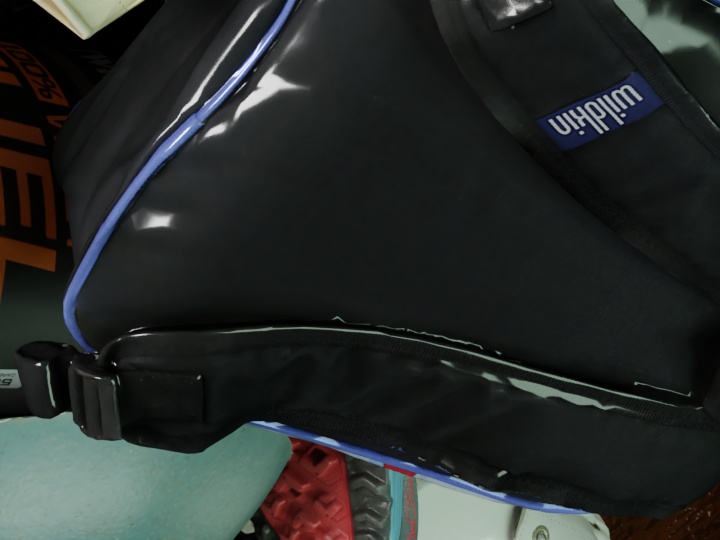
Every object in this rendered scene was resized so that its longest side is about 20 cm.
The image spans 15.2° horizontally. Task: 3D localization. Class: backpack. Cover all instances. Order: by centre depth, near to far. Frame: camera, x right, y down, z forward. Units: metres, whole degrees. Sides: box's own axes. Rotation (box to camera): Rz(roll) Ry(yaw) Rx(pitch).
[{"bbox_3d":[0.036,-0.030,0.688,0.190,0.154,0.200,29,122,-21],"label":"backpack"}]

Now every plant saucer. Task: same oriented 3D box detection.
[{"bbox_3d":[-0.115,0.086,0.779,0.201,0.039,0.201,-10,164,-3],"label":"plant saucer"}]

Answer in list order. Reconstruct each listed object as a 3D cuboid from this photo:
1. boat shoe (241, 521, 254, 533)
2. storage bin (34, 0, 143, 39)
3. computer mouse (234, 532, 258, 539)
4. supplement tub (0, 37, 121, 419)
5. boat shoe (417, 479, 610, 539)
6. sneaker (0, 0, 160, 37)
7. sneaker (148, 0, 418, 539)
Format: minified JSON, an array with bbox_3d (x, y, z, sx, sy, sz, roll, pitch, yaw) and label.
[{"bbox_3d":[0.018,0.013,0.930,0.200,0.057,0.067,-35,168,-25],"label":"boat shoe"},{"bbox_3d":[-0.109,-0.179,0.597,0.094,0.200,0.199,-36,134,-17],"label":"storage bin"},{"bbox_3d":[-0.045,0.190,0.997,0.110,0.044,0.200,25,92,-51],"label":"computer mouse"},{"bbox_3d":[-0.123,-0.007,0.749,0.200,0.123,0.123,2,114,-42],"label":"supplement tub"},{"bbox_3d":[0.057,0.105,0.980,0.071,0.069,0.200,-47,150,10],"label":"boat shoe"},{"bbox_3d":[-0.052,-0.137,0.769,0.200,0.091,0.076,-31,173,2],"label":"sneaker"},{"bbox_3d":[0.000,0.000,0.849,0.095,0.079,0.200,-14,96,-43],"label":"sneaker"}]
